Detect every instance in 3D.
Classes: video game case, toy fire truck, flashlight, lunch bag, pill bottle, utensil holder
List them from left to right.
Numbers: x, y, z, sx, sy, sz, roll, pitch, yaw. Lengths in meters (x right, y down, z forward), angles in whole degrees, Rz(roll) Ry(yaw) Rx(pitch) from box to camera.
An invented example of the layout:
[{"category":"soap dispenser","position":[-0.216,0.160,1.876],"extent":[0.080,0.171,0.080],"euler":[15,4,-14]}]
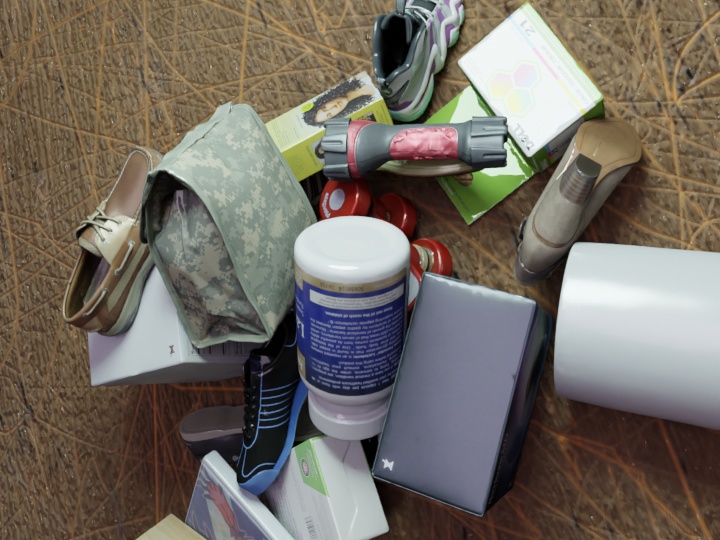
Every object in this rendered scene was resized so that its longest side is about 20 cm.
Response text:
[{"category":"lunch bag","position":[-0.134,-0.051,0.792],"extent":[0.115,0.165,0.204],"euler":[-7,118,27]},{"category":"video game case","position":[-0.131,0.336,0.905],"extent":[0.199,0.023,0.185],"euler":[42,133,22]},{"category":"pill bottle","position":[-0.008,0.060,0.779],"extent":[0.113,0.116,0.205],"euler":[12,120,21]},{"category":"toy fire truck","position":[0.000,0.000,0.901],"extent":[0.169,0.111,0.202],"euler":[-51,50,21]},{"category":"flashlight","position":[0.057,-0.130,0.825],"extent":[0.194,0.068,0.070],"euler":[1,82,12]},{"category":"utensil holder","position":[0.301,0.062,0.763],"extent":[0.195,0.169,0.175],"euler":[6,84,24]}]

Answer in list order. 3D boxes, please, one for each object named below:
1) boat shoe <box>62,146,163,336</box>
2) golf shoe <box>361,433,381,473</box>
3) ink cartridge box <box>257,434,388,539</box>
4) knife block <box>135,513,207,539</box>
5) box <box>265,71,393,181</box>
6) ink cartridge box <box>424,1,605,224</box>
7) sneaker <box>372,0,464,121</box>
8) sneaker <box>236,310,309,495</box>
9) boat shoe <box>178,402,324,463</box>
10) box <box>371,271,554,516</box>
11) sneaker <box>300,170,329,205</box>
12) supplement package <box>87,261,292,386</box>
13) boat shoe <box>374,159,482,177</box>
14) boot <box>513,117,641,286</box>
[{"category":"boat shoe","position":[-0.251,-0.030,0.797],"extent":[0.075,0.071,0.205],"euler":[19,95,34]},{"category":"golf shoe","position":[0.024,0.138,0.892],"extent":[0.076,0.094,0.206],"euler":[-14,76,18]},{"category":"ink cartridge box","position":[-0.061,0.266,0.891],"extent":[0.199,0.066,0.120],"euler":[-38,67,49]},{"category":"knife block","position":[-0.164,0.368,0.891],"extent":[0.175,0.063,0.203],"euler":[-38,83,45]},{"category":"box","position":[-0.063,-0.153,0.906],"extent":[0.197,0.051,0.076],"euler":[-29,42,1]},{"category":"ink cartridge box","position":[0.159,-0.175,0.895],"extent":[0.199,0.076,0.149],"euler":[-38,72,11]},{"category":"sneaker","position":[0.064,-0.292,0.907],"extent":[0.076,0.140,0.205],"euler":[12,79,20]},{"category":"sneaker","position":[-0.104,0.140,0.857],"extent":[0.070,0.077,0.204],"euler":[10,76,60]},{"category":"boat shoe","position":[-0.128,0.208,0.967],"extent":[0.194,0.073,0.064],"euler":[-5,118,16]},{"category":"box","position":[0.115,0.125,0.803],"extent":[0.120,0.198,0.205],"euler":[14,88,21]},{"category":"sneaker","position":[-0.085,-0.116,0.971],"extent":[0.073,0.087,0.202],"euler":[36,95,21]},{"category":"supplement package","position":[-0.196,0.047,0.915],"extent":[0.149,0.198,0.155],"euler":[-15,77,31]},{"category":"boat shoe","position":[0.055,-0.145,0.911],"extent":[0.196,0.073,0.065],"euler":[10,102,33]},{"category":"boot","position":[0.228,-0.073,0.844],"extent":[0.070,0.199,0.148],"euler":[36,131,17]}]
